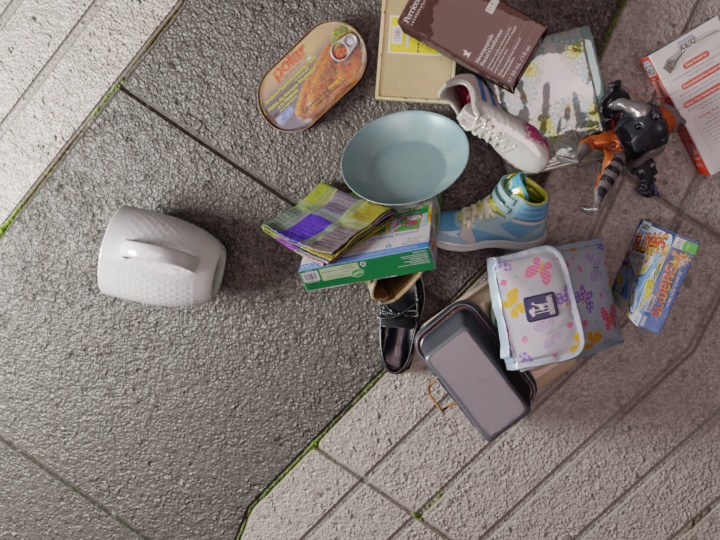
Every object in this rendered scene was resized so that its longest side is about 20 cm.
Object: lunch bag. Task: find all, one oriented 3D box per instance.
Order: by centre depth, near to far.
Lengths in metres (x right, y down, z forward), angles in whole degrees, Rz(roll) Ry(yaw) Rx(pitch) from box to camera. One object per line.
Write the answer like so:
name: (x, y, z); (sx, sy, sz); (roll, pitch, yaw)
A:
lunch bag: (0.279, 0.050, 1.122); (0.198, 0.127, 0.172); (-7, 85, -32)

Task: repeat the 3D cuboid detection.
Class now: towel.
towel: (-0.050, -0.075, 1.149); (0.143, 0.199, 0.023); (-37, 126, -21)
towel: (0.287, -0.254, 1.166); (0.169, 0.048, 0.203); (-13, 97, 8)

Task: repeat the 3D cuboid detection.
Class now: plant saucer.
plant saucer: (0.069, -0.164, 1.168); (0.198, 0.203, 0.039); (-6, 141, 8)

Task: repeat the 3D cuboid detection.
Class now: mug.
mug: (-0.312, -0.017, 1.204); (0.173, 0.200, 0.150); (13, 83, -1)

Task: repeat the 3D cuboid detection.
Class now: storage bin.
storage bin: (0.167, 0.163, 1.152); (0.145, 0.134, 0.201); (-38, 88, 9)

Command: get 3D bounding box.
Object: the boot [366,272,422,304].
boot: (0.000, 0.000, 1.185); (0.198, 0.156, 0.073); (-25, 124, 8)

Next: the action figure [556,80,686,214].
action figure: (0.397, -0.162, 1.108); (0.193, 0.105, 0.201); (-41, 114, -3)

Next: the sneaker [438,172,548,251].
sneaker: (0.193, -0.097, 1.160); (0.197, 0.080, 0.131); (-1, 140, 0)

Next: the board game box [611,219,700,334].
board game box: (0.423, 0.003, 1.112); (0.034, 0.200, 0.137); (21, 101, 3)

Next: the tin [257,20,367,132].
tin: (-0.076, -0.307, 1.209); (0.199, 0.042, 0.112); (-40, 96, 11)

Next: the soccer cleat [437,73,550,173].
soccer cleat: (0.191, -0.212, 1.126); (0.200, 0.086, 0.070); (50, 136, 21)

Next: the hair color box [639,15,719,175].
hair color box: (0.516, -0.257, 1.129); (0.110, 0.064, 0.202); (-29, 96, 11)

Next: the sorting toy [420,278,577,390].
sorting toy: (0.222, 0.122, 1.222); (0.184, 0.036, 0.201); (-35, 94, 9)

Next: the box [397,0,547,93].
box: (0.164, -0.356, 1.117); (0.199, 0.075, 0.101); (31, 100, 8)

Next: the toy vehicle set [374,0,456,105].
toy vehicle set: (0.091, -0.364, 1.183); (0.122, 0.027, 0.203); (6, 100, 6)

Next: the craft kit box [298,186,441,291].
craft kit box: (0.020, -0.059, 1.146); (0.197, 0.199, 0.049); (-10, 127, 17)

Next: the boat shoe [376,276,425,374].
boat shoe: (0.064, 0.075, 1.240); (0.074, 0.062, 0.203); (6, 98, 8)
